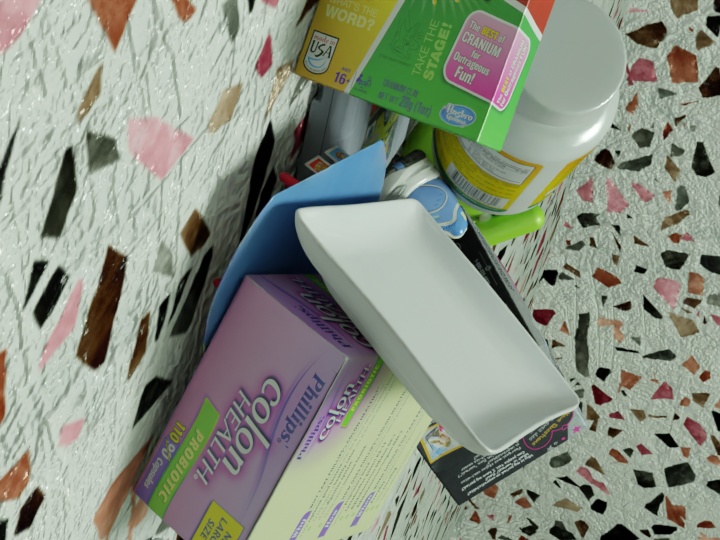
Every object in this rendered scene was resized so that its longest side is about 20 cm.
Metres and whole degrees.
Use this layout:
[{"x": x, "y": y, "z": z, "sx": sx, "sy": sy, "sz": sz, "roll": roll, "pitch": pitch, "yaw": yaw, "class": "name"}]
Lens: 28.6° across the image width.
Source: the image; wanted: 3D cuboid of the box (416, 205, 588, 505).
[{"x": 0.085, "y": 0.068, "z": 1.178, "sx": 0.115, "sy": 0.131, "sz": 0.201, "roll": 54, "pitch": 7, "yaw": -39, "class": "box"}]

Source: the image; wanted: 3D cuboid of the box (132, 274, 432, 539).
[{"x": -0.034, "y": 0.101, "z": 0.998, "sx": 0.199, "sy": 0.096, "sz": 0.177, "roll": -2, "pitch": 124, "yaw": -61, "class": "box"}]

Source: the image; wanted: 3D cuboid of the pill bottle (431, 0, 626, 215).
[{"x": 0.123, "y": -0.120, "z": 1.027, "sx": 0.200, "sy": 0.112, "sz": 0.114, "roll": 120, "pitch": -5, "yaw": -74, "class": "pill bottle"}]

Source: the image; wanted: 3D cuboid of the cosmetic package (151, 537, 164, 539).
[{"x": -0.141, "y": 0.247, "z": 0.947, "sx": 0.200, "sy": 0.100, "sz": 0.072, "roll": 2, "pitch": 110, "yaw": -77, "class": "cosmetic package"}]

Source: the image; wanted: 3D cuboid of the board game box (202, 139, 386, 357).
[{"x": -0.058, "y": -0.018, "z": 0.988, "sx": 0.199, "sy": 0.039, "sz": 0.159, "roll": -32, "pitch": 150, "yaw": -50, "class": "board game box"}]

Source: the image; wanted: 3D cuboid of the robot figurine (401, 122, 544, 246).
[{"x": 0.111, "y": -0.113, "z": 1.340, "sx": 0.115, "sy": 0.178, "sz": 0.200, "roll": -11, "pitch": 167, "yaw": -29, "class": "robot figurine"}]

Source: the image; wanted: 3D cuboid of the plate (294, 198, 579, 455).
[{"x": 0.051, "y": 0.037, "z": 0.962, "sx": 0.032, "sy": 0.201, "sz": 0.199, "roll": -44, "pitch": 166, "yaw": 21, "class": "plate"}]

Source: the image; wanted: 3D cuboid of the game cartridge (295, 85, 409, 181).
[{"x": 0.003, "y": -0.121, "z": 1.121, "sx": 0.200, "sy": 0.041, "sz": 0.134, "roll": -52, "pitch": 163, "yaw": -55, "class": "game cartridge"}]

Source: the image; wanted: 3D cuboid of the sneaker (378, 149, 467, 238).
[{"x": 0.000, "y": 0.000, "z": 1.107, "sx": 0.200, "sy": 0.077, "sz": 0.076, "roll": -46, "pitch": 179, "yaw": 20, "class": "sneaker"}]

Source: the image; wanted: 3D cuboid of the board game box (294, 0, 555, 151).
[{"x": 0.057, "y": -0.199, "z": 0.929, "sx": 0.040, "sy": 0.152, "sz": 0.202, "roll": 10, "pitch": 102, "yaw": -61, "class": "board game box"}]

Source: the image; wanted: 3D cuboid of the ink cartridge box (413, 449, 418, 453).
[{"x": 0.025, "y": 0.107, "z": 1.413, "sx": 0.201, "sy": 0.115, "sz": 0.068, "roll": 97, "pitch": 18, "yaw": -48, "class": "ink cartridge box"}]

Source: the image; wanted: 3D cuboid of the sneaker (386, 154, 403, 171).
[{"x": 0.019, "y": -0.040, "z": 1.238, "sx": 0.200, "sy": 0.073, "sz": 0.088, "roll": -40, "pitch": 151, "yaw": -67, "class": "sneaker"}]
